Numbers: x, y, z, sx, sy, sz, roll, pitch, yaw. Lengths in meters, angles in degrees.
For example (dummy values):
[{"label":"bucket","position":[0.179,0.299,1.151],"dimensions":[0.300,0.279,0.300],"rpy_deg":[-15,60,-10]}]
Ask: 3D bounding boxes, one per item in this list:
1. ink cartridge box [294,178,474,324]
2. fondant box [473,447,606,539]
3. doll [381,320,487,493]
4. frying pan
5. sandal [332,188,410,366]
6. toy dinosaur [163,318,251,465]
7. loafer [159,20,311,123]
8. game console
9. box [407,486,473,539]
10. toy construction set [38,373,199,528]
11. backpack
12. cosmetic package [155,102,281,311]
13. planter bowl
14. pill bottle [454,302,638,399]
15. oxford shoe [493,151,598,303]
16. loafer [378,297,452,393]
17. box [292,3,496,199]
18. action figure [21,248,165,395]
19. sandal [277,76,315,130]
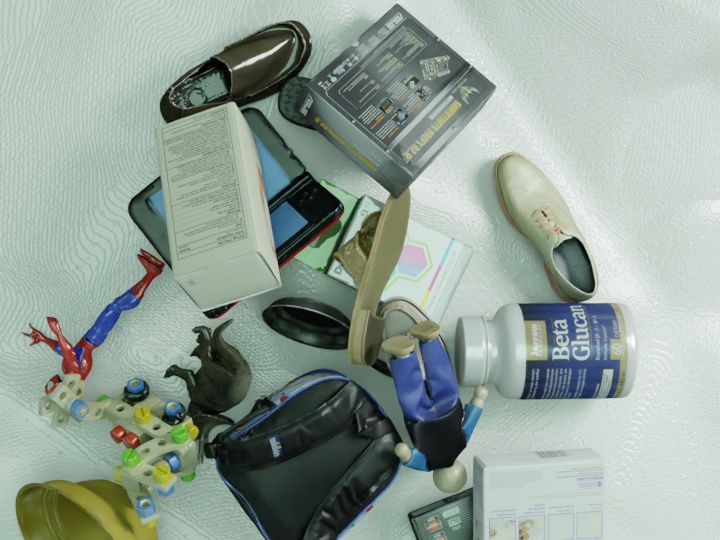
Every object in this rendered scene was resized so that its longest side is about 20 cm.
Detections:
[{"label":"ink cartridge box","position":[0.022,-0.021,1.557],"dimensions":[0.199,0.059,0.105],"rpy_deg":[27,87,-3]},{"label":"fondant box","position":[0.201,0.308,1.502],"dimensions":[0.143,0.058,0.202],"rpy_deg":[-2,96,-9]},{"label":"doll","position":[0.086,0.159,1.475],"dimensions":[0.136,0.048,0.202],"rpy_deg":[-26,113,-29]},{"label":"frying pan","position":[-0.022,0.072,1.528],"dimensions":[0.188,0.115,0.031],"rpy_deg":[18,67,-5]},{"label":"sandal","position":[-0.002,-0.002,1.490],"dimensions":[0.069,0.078,0.214],"rpy_deg":[7,76,22]},{"label":"toy dinosaur","position":[-0.160,0.119,1.508],"dimensions":[0.102,0.077,0.200],"rpy_deg":[44,127,10]},{"label":"loafer","position":[-0.142,-0.226,1.545],"dimensions":[0.199,0.071,0.073],"rpy_deg":[-34,91,-5]},{"label":"game console","position":[-0.145,-0.069,1.521],"dimensions":[0.200,0.172,0.119],"rpy_deg":[-39,118,-4]},{"label":"box","position":[0.174,0.328,1.564],"dimensions":[0.198,0.044,0.162],"rpy_deg":[-20,89,-5]},{"label":"toy construction set","position":[-0.258,0.184,1.470],"dimensions":[0.199,0.093,0.131],"rpy_deg":[36,53,21]},{"label":"backpack","position":[-0.052,0.210,1.497],"dimensions":[0.190,0.154,0.201],"rpy_deg":[-35,104,-3]},{"label":"cosmetic package","position":[-0.157,-0.071,1.464],"dimensions":[0.102,0.087,0.202],"rpy_deg":[-16,59,9]},{"label":"planter bowl","position":[-0.287,0.298,1.487],"dimensions":[0.201,0.200,0.083],"rpy_deg":[52,49,-1]},{"label":"pill bottle","position":[0.212,0.094,1.542],"dimensions":[0.198,0.111,0.112],"rpy_deg":[-1,88,-5]},{"label":"oxford shoe","position":[0.226,-0.055,1.567],"dimensions":[0.070,0.074,0.201],"rpy_deg":[-34,91,-5]},{"label":"loafer","position":[0.073,0.128,1.525],"dimensions":[0.071,0.063,0.201],"rpy_deg":[-18,108,15]},{"label":"box","position":[0.042,-0.197,1.515],"dimensions":[0.158,0.048,0.200],"rpy_deg":[40,52,2]},{"label":"action figure","position":[-0.318,0.052,1.516],"dimensions":[0.099,0.065,0.201],"rpy_deg":[33,95,-7]},{"label":"sandal","position":[-0.001,-0.176,1.571],"dimensions":[0.198,0.045,0.076],"rpy_deg":[21,85,2]}]
